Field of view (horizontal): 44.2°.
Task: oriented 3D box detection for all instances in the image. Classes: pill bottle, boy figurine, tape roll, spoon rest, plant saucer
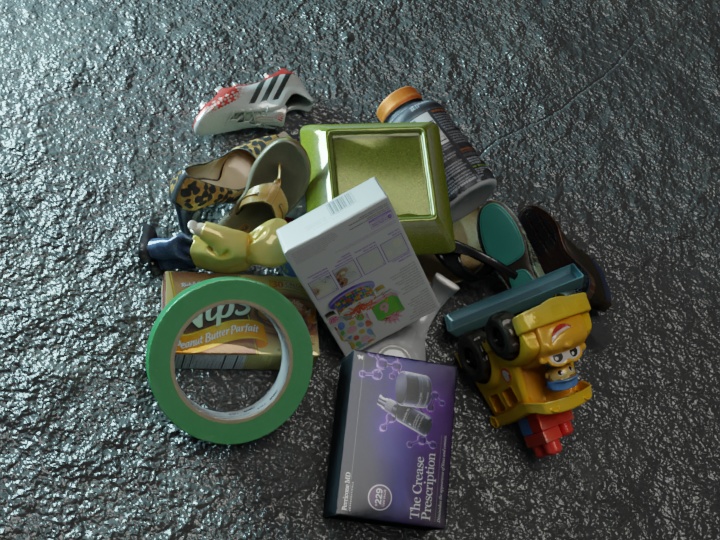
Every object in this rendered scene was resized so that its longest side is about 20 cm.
[{"bbox_3d":[0.105,-0.176,1.310,0.106,0.106,0.200,-24,71,-28],"label":"pill bottle"},{"bbox_3d":[-0.185,-0.033,1.147,0.199,0.124,0.065,-5,64,10],"label":"boy figurine"},{"bbox_3d":[-0.159,0.109,1.083,0.200,0.048,0.201,-1,92,-17],"label":"tape roll"},{"bbox_3d":[0.066,0.098,1.221,0.099,0.061,0.200,34,70,5],"label":"spoon rest"},{"bbox_3d":[0.025,-0.120,1.196,0.199,0.048,0.201,-3,70,-8],"label":"plant saucer"},{"bbox_3d":[0.214,0.043,1.239,0.199,0.070,0.019,-22,104,6],"label":"plant saucer"},{"bbox_3d":[0.096,-0.059,1.324,0.199,0.035,0.201,8,59,-14],"label":"plant saucer"}]

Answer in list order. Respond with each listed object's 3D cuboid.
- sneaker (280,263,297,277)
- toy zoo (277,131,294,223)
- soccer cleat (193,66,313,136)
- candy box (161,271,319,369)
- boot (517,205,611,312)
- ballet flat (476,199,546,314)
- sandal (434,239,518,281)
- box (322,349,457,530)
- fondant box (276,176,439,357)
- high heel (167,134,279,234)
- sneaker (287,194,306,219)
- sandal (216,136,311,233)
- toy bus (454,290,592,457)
[{"bbox_3d":[-0.018,-0.010,1.231,0.199,0.082,0.074,8,55,-12],"label":"sneaker"},{"bbox_3d":[-0.095,-0.104,1.297,0.131,0.020,0.200,-35,76,-31],"label":"toy zoo"},{"bbox_3d":[-0.158,-0.241,1.330,0.200,0.069,0.085,-32,70,-35],"label":"soccer cleat"},{"bbox_3d":[-0.158,0.067,1.158,0.199,0.055,0.116,2,61,-16],"label":"candy box"},{"bbox_3d":[0.310,-0.013,1.362,0.097,0.075,0.200,27,29,-43],"label":"boot"},{"bbox_3d":[0.230,-0.010,1.307,0.074,0.074,0.201,-21,87,-27],"label":"ballet flat"},{"bbox_3d":[0.125,-0.022,1.258,0.200,0.075,0.048,23,95,1],"label":"sandal"},{"bbox_3d":[0.038,0.212,1.104,0.141,0.079,0.201,9,71,-10],"label":"box"},{"bbox_3d":[0.000,0.000,1.140,0.144,0.200,0.058,-28,36,0],"label":"fondant box"},{"bbox_3d":[-0.175,-0.142,1.199,0.071,0.143,0.200,41,70,9],"label":"high heel"},{"bbox_3d":[-0.047,-0.090,1.248,0.199,0.075,0.089,-11,76,-16],"label":"sneaker"},{"bbox_3d":[-0.133,-0.084,1.181,0.080,0.200,0.054,34,16,-17],"label":"sandal"},{"bbox_3d":[0.235,0.142,1.164,0.135,0.200,0.193,-14,74,-23],"label":"toy bus"}]
